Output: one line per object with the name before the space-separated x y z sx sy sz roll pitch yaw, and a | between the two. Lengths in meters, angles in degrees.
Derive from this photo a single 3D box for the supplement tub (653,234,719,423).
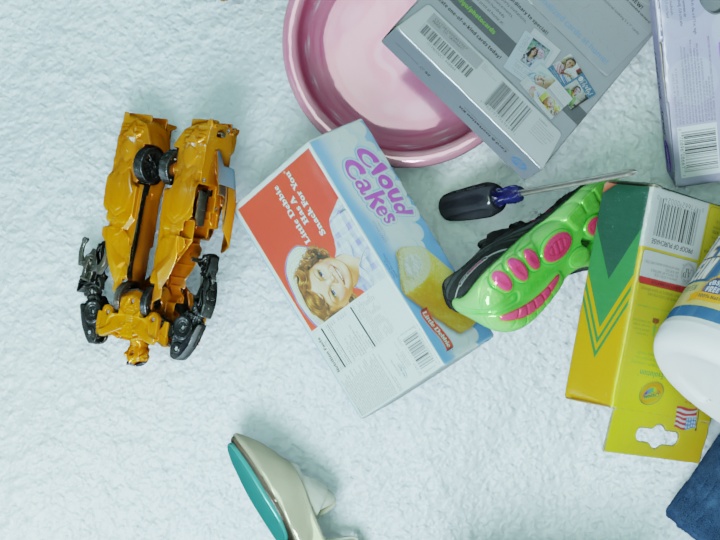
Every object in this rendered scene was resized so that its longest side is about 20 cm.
supplement tub | 0.322 0.016 1.291 0.144 0.145 0.200 34 75 6

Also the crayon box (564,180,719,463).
crayon box | 0.224 0.041 1.348 0.051 0.127 0.201 9 87 47

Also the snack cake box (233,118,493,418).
snack cake box | 0.000 0.000 1.373 0.115 0.067 0.200 -36 83 47

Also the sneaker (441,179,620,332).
sneaker | 0.138 -0.020 1.351 0.084 0.200 0.077 8 117 46

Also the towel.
towel | 0.323 0.137 1.348 0.200 0.048 0.112 -54 40 1

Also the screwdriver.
screwdriver | 0.137 -0.061 1.353 0.199 0.029 0.028 -8 81 43

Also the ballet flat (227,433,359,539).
ballet flat | -0.038 0.211 1.404 0.069 0.069 0.201 -25 87 4

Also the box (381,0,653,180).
box | 0.136 -0.195 1.358 0.156 0.041 0.200 43 71 -7

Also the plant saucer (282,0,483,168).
plant saucer | 0.039 -0.181 1.412 0.200 0.051 0.202 0 89 5

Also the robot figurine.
robot figurine | -0.157 -0.022 1.407 0.145 0.058 0.201 9 89 36

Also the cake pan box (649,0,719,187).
cake pan box | 0.318 -0.167 1.349 0.183 0.052 0.201 -9 110 5
